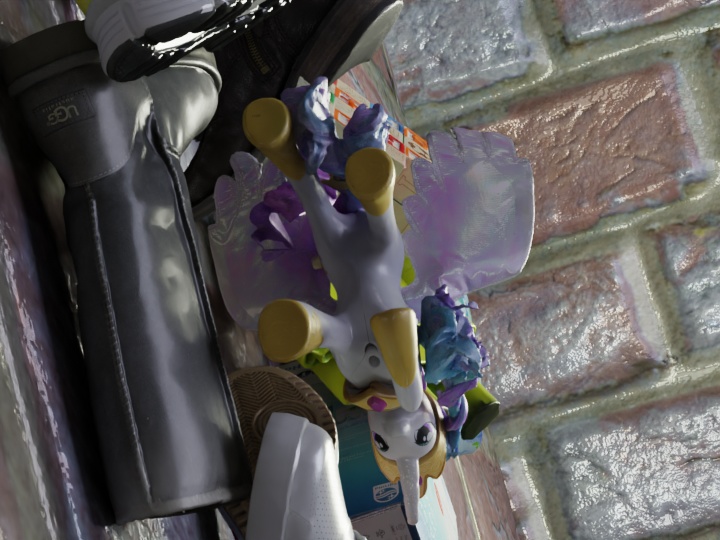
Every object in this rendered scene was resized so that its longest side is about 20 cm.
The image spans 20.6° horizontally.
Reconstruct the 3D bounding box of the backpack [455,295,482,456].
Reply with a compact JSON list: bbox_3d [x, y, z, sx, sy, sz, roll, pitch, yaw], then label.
[{"bbox_3d":[0.021,0.065,1.354,0.200,0.152,0.165,-34,123,-70],"label":"backpack"}]

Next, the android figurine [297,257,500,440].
[{"bbox_3d":[-0.006,0.021,1.163,0.200,0.041,0.181,48,24,25],"label":"android figurine"}]

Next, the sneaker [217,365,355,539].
[{"bbox_3d":[-0.028,0.146,0.964,0.201,0.071,0.113,-115,-166,-45],"label":"sneaker"}]

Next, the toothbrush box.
[{"bbox_3d":[0.006,0.153,1.171,0.200,0.085,0.147,-95,167,-66],"label":"toothbrush box"}]

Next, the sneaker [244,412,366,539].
[{"bbox_3d":[0.010,0.155,0.818,0.074,0.114,0.202,-61,153,-68],"label":"sneaker"}]

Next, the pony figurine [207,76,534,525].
[{"bbox_3d":[0.000,0.000,0.912,0.200,0.165,0.195,63,18,-61],"label":"pony figurine"}]

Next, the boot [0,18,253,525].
[{"bbox_3d":[-0.082,0.002,0.841,0.201,0.072,0.182,68,20,5],"label":"boot"}]

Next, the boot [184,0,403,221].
[{"bbox_3d":[-0.085,-0.139,1.027,0.174,0.200,0.069,44,29,6],"label":"boot"}]

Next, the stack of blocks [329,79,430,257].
[{"bbox_3d":[0.002,-0.069,1.309,0.199,0.059,0.115,35,15,-10],"label":"stack of blocks"}]

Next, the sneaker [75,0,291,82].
[{"bbox_3d":[-0.068,-0.143,0.827,0.091,0.078,0.200,57,20,-1],"label":"sneaker"}]
